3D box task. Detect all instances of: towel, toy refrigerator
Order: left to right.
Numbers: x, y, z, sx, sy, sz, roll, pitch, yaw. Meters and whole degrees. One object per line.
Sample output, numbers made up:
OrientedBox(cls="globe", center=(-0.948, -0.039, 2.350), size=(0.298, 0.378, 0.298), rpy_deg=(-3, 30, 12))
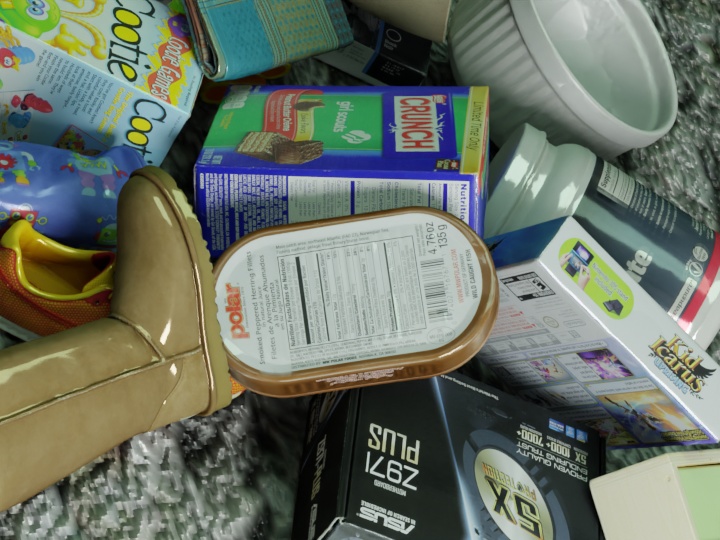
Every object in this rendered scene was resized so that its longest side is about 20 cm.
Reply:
OrientedBox(cls="towel", center=(-0.080, -0.221, 1.576), size=(0.200, 0.022, 0.148), rpy_deg=(-24, 96, -59))
OrientedBox(cls="toy refrigerator", center=(0.239, 0.169, 1.494), size=(0.199, 0.070, 0.077), rpy_deg=(7, 64, -61))

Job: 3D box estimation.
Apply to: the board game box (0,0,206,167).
OrientedBox(cls="board game box", center=(-0.220, -0.152, 1.518), size=(0.199, 0.105, 0.103), rpy_deg=(26, 42, -12))

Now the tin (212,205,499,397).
OrientedBox(cls="tin", center=(-0.007, 0.018, 1.403), size=(0.198, 0.042, 0.113), rpy_deg=(-9, 69, 1))

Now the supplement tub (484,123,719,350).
OrientedBox(cls="supplement tub", center=(0.177, -0.008, 1.626), size=(0.199, 0.141, 0.141), rpy_deg=(32, 41, -5))

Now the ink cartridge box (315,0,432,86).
OrientedBox(cls="ink cartridge box", center=(0.017, -0.236, 1.807), size=(0.099, 0.039, 0.201), rpy_deg=(23, 42, -14))

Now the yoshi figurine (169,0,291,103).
OrientedBox(cls="yoshi figurine", center=(-0.113, -0.238, 1.645), size=(0.111, 0.112, 0.202), rpy_deg=(-10, 69, 8))

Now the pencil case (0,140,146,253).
OrientedBox(cls="pencil case", center=(-0.240, -0.055, 1.436), size=(0.198, 0.078, 0.087), rpy_deg=(5, 42, -30))

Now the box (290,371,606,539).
OrientedBox(cls="box", center=(0.061, 0.160, 1.435), size=(0.199, 0.086, 0.165), rpy_deg=(23, 43, -15))

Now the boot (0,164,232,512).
OrientedBox(cls="boot", center=(-0.182, 0.043, 1.323), size=(0.199, 0.066, 0.177), rpy_deg=(-20, 99, -34))

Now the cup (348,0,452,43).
OrientedBox(cls="cup", center=(0.017, -0.295, 1.711), size=(0.142, 0.201, 0.201), rpy_deg=(11, 43, 2))

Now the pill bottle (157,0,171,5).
OrientedBox(cls="pill bottle", center=(-0.227, -0.281, 1.624), size=(0.114, 0.115, 0.201), rpy_deg=(-14, 61, -41))

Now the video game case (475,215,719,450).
OrientedBox(cls="video game case", center=(0.148, 0.049, 1.485), size=(0.181, 0.200, 0.046), rpy_deg=(45, 69, -13))

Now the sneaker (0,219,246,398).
OrientedBox(cls="sneaker", center=(-0.156, 0.033, 1.414), size=(0.199, 0.077, 0.073), rpy_deg=(22, 41, -18))

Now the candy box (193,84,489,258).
OrientedBox(cls="candy box", center=(-0.008, -0.071, 1.515), size=(0.198, 0.078, 0.169), rpy_deg=(2, 25, 4))

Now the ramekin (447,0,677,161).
OrientedBox(cls="ramekin", center=(0.162, -0.173, 1.762), size=(0.199, 0.105, 0.201), rpy_deg=(32, 41, -33))
